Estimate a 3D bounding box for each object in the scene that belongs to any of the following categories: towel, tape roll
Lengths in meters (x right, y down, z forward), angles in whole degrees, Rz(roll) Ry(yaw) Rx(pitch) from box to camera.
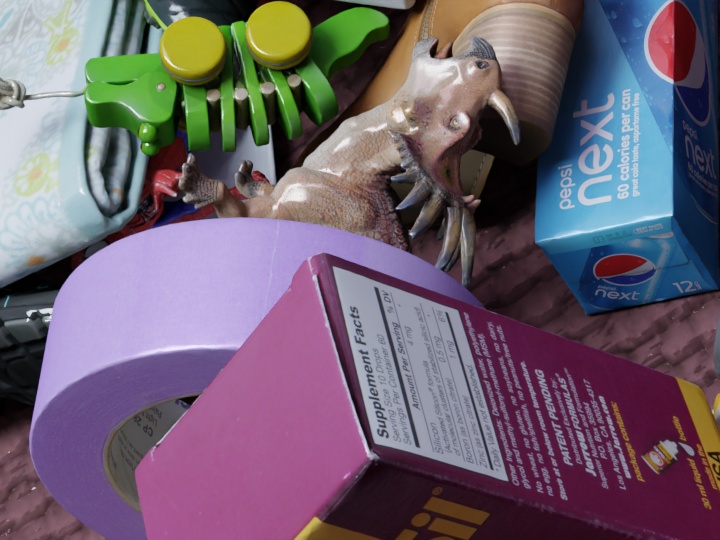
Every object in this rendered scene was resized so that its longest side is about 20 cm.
[{"bbox_3d":[-0.170,-0.066,1.403,0.171,0.048,0.201,-27,38,32],"label":"towel"},{"bbox_3d":[-0.038,0.060,1.222,0.199,0.200,0.066,-10,53,24],"label":"tape roll"}]

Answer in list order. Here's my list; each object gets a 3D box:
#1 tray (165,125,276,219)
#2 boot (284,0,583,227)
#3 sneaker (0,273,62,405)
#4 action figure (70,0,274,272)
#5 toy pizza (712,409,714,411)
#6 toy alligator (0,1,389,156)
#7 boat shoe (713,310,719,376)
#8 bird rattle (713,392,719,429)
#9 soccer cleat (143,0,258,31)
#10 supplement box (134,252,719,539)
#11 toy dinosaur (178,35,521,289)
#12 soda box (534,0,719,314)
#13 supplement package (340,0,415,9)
[{"bbox_3d":[-0.086,-0.022,1.430,0.107,0.022,0.201,-19,50,16],"label":"tray"},{"bbox_3d":[0.041,-0.110,1.344,0.200,0.073,0.156,-21,53,51],"label":"boot"},{"bbox_3d":[-0.168,0.026,1.391,0.199,0.075,0.080,-12,43,39],"label":"sneaker"},{"bbox_3d":[-0.071,-0.075,1.400,0.099,0.065,0.201,12,64,45],"label":"action figure"},{"bbox_3d":[0.164,0.141,1.163,0.199,0.032,0.201,-16,50,20],"label":"toy pizza"},{"bbox_3d":[-0.080,-0.076,1.294,0.199,0.059,0.055,-11,66,-6],"label":"toy alligator"},{"bbox_3d":[0.192,-0.038,1.246,0.065,0.073,0.201,-5,50,29],"label":"boat shoe"},{"bbox_3d":[0.202,0.098,1.110,0.162,0.112,0.201,-14,63,37],"label":"bird rattle"},{"bbox_3d":[-0.068,-0.184,1.389,0.081,0.067,0.201,-43,32,34],"label":"soccer cleat"},{"bbox_3d":[0.036,0.094,1.091,0.131,0.199,0.104,-49,39,31],"label":"supplement box"},{"bbox_3d":[0.000,0.000,1.258,0.135,0.201,0.086,9,33,16],"label":"toy dinosaur"},{"bbox_3d":[0.125,-0.084,1.326,0.068,0.064,0.201,-12,53,23],"label":"soda box"},{"bbox_3d":[-0.065,-0.207,1.301,0.199,0.117,0.118,9,65,17],"label":"supplement package"}]
